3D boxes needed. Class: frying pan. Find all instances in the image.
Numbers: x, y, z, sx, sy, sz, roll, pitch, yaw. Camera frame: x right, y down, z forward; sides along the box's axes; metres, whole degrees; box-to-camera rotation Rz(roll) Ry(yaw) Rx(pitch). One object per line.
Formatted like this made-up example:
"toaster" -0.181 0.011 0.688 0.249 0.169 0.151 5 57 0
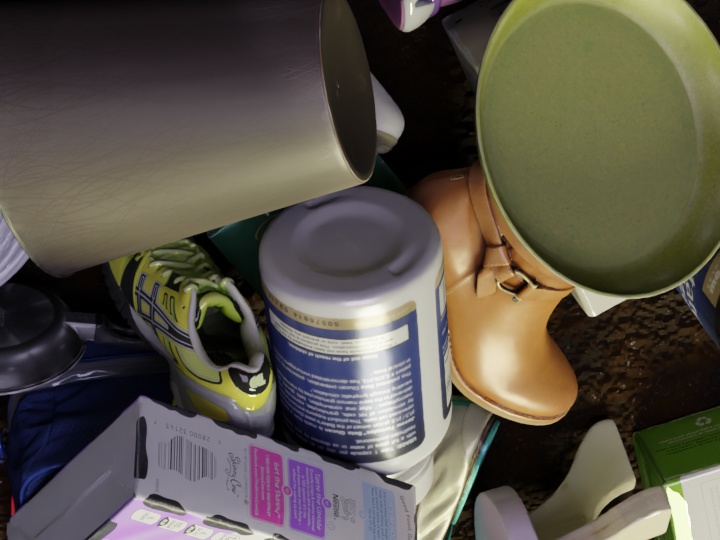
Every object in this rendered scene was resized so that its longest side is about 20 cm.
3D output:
"frying pan" -0.194 0.046 1.334 0.189 0.115 0.031 9 124 13

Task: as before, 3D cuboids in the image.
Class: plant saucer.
"plant saucer" 0.143 -0.082 1.259 0.199 0.031 0.201 4 82 -30

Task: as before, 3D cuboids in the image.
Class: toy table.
"toy table" 0.152 0.204 1.480 0.116 0.200 0.185 -15 77 -5

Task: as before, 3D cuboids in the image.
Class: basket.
"basket" -0.101 -0.091 1.215 0.199 0.136 0.181 -9 131 15

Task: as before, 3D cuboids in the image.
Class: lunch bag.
"lunch bag" -0.146 0.115 1.392 0.199 0.133 0.136 -2 136 -9

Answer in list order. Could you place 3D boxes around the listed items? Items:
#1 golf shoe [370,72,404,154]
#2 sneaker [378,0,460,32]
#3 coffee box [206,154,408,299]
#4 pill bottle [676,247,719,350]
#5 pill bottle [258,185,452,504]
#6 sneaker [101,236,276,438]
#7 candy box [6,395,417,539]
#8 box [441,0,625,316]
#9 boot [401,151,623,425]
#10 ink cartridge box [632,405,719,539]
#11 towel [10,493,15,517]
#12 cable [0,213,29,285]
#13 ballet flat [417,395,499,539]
"golf shoe" -0.037 -0.156 1.294 0.200 0.073 0.092 44 86 -15
"sneaker" 0.050 -0.246 1.282 0.088 0.081 0.201 -12 123 -13
"coffee box" 0.000 0.000 1.409 0.123 0.044 0.200 -38 118 7
"pill bottle" 0.271 0.009 1.378 0.111 0.200 0.112 -5 117 -10
"pill bottle" 0.000 0.057 1.313 0.110 0.111 0.201 -10 130 -6
"sneaker" -0.100 0.020 1.321 0.075 0.200 0.077 -14 143 -30
"candy box" -0.091 0.170 1.295 0.199 0.072 0.168 20 138 -28
"box" 0.133 -0.081 1.367 0.077 0.095 0.201 -27 120 0
"boot" 0.111 0.008 1.338 0.155 0.077 0.200 -26 113 41
"ink cartridge box" 0.313 0.165 1.539 0.199 0.076 0.148 -17 118 -4
"towel" -0.144 0.201 1.496 0.199 0.023 0.145 -3 118 -10
"cable" -0.280 -0.062 1.286 0.199 0.069 0.201 -1 119 -27
"ballet flat" 0.043 0.175 1.503 0.069 0.070 0.201 10 112 -16
